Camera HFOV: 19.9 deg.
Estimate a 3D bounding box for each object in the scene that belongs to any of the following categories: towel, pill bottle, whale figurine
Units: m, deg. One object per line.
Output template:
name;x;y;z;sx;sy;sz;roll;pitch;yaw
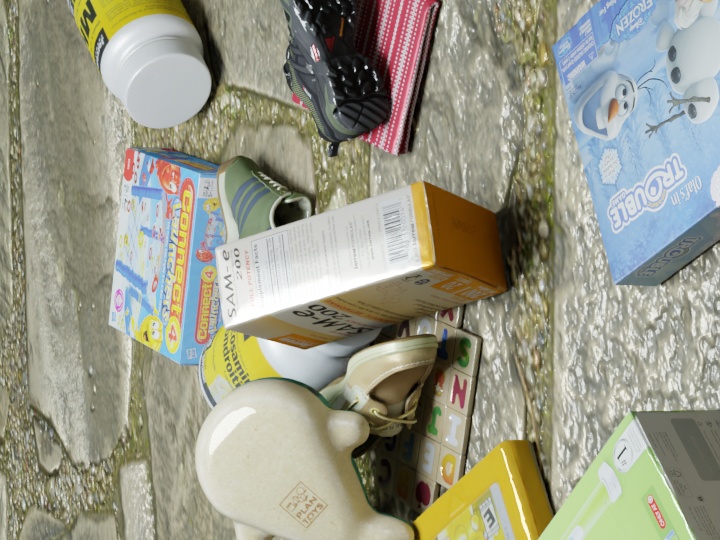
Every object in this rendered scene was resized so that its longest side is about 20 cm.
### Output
towel;0.003;-0.196;1.846;0.200;0.022;0.145;33;115;55
pill bottle;-0.060;0.067;1.851;0.200;0.112;0.112;-40;55;53
whale figurine;-0.044;0.177;1.733;0.159;0.200;0.104;-50;-3;14
pill bottle;-0.233;-0.247;2.174;0.200;0.114;0.115;60;138;43

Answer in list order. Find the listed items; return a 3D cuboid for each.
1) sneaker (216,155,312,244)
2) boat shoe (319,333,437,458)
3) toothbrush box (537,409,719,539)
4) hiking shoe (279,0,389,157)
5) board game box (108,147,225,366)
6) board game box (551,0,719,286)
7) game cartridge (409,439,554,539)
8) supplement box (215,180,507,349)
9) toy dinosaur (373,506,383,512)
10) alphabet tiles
sneaker;-0.084;-0.051;1.958;0.090;0.067;0.201;-27;37;17
boat shoe;0.020;0.109;1.742;0.200;0.074;0.067;130;129;-63
toothbrush box;0.200;0.213;1.407;0.200;0.086;0.146;-61;40;38
hiking shoe;-0.044;-0.203;1.819;0.101;0.075;0.201;-34;67;56
board game box;-0.194;-0.018;2.150;0.196;0.056;0.201;20;106;60
board game box;0.223;-0.120;1.429;0.200;0.043;0.200;-43;53;51
game cartridge;0.107;0.261;1.625;0.176;0.032;0.201;-50;46;48
supplement box;0.000;0.000;1.654;0.199;0.126;0.074;-17;72;28
toy dinosaur;0.003;0.255;1.796;0.088;0.047;0.201;26;123;51
alphabet tiles;0.050;0.104;1.761;0.166;0.006;0.201;23;109;58
